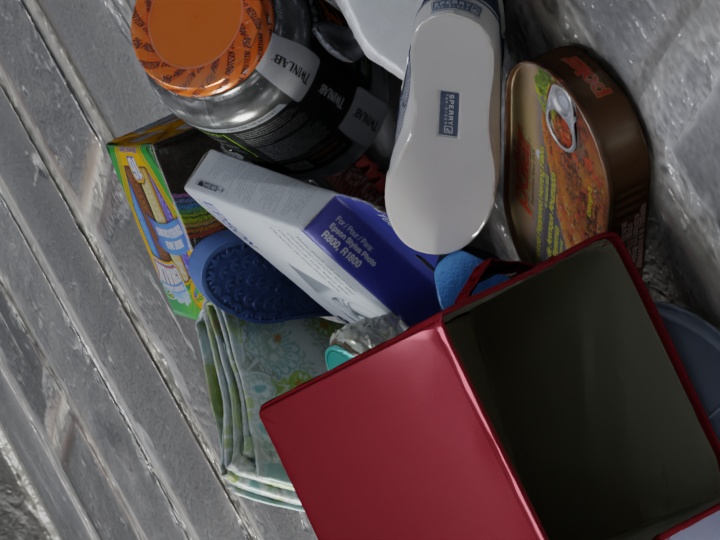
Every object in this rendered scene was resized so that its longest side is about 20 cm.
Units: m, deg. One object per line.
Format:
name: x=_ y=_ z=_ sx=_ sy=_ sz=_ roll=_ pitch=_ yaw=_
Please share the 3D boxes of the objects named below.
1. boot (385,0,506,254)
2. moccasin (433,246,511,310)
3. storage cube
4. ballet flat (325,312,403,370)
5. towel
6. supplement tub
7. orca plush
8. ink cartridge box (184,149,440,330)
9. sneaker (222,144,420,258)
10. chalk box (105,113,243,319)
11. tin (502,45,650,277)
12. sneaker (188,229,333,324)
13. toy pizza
boot: x=0.062 y=-0.108 z=1.602 sx=0.091 sy=0.072 sz=0.201 roll=-73 pitch=-5 yaw=-46
moccasin: x=0.121 y=0.059 z=1.679 sx=0.201 sy=0.080 sz=0.068 roll=58 pitch=-175 yaw=-15
storage cube: x=0.080 y=0.104 z=1.523 sx=0.179 sy=0.171 sz=0.201 roll=-29 pitch=86 yaw=46
ballet flat: x=0.058 y=0.096 z=1.717 sx=0.200 sy=0.072 sz=0.072 roll=45 pitch=154 yaw=27
towel: x=-0.028 y=0.106 z=1.932 sx=0.048 sy=0.199 sz=0.172 roll=-45 pitch=43 yaw=36
supplement tub: x=-0.069 y=-0.141 z=1.743 sx=0.123 sy=0.122 sz=0.200 roll=56 pitch=-169 yaw=23
orca plush: x=0.005 y=-0.194 z=1.676 sx=0.200 sy=0.105 sz=0.071 roll=36 pitch=-165 yaw=10
ink cartridge box: x=0.000 y=0.000 z=1.794 sx=0.200 sy=0.041 sz=0.199 roll=19 pitch=163 yaw=50
sneaker: x=-0.034 y=-0.062 z=1.908 sx=0.201 sy=0.098 sz=0.071 roll=52 pitch=153 yaw=29
chalk box: x=-0.101 y=-0.033 z=2.081 sx=0.124 sy=0.124 sz=0.201 roll=12 pitch=124 yaw=67
tin: x=0.131 y=-0.051 z=1.579 sx=0.112 sy=0.042 sz=0.201 roll=47 pitch=155 yaw=33
sneaker: x=-0.065 y=-0.005 z=1.936 sx=0.078 sy=0.199 sz=0.070 roll=32 pitch=105 yaw=40
toy pizza: x=0.188 y=0.115 z=1.570 sx=0.200 sy=0.032 sz=0.201 roll=16 pitch=112 yaw=43
